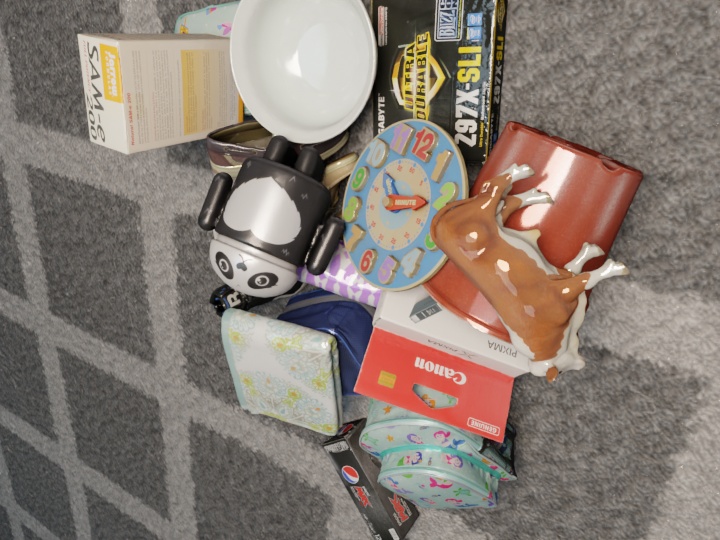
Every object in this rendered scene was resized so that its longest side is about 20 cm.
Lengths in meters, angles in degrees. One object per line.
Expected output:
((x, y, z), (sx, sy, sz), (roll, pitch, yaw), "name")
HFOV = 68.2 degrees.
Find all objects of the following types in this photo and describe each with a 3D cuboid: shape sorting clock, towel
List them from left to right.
((-0.109, 0.150, 0.777), (0.171, 0.048, 0.200), (10, 129, 18), "towel")
((0.041, -0.076, 0.615), (0.200, 0.039, 0.201), (-13, 72, 45), "shape sorting clock")

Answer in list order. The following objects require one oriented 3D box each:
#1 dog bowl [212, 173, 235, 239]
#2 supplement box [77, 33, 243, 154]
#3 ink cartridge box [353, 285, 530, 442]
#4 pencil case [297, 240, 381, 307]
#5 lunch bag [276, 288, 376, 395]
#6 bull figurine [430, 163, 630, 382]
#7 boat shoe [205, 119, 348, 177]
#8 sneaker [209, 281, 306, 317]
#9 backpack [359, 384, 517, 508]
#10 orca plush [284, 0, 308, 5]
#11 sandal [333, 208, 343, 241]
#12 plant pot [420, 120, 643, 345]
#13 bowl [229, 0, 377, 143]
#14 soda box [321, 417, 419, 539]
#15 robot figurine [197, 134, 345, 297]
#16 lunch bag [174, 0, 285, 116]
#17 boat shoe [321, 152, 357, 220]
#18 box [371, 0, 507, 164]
((-0.176, -0.096, 0.827), (0.200, 0.059, 0.201), (9, 101, 54), "dog bowl")
((-0.244, -0.234, 0.684), (0.073, 0.200, 0.126), (21, 120, 24), "supplement box")
((0.111, 0.094, 0.657), (0.200, 0.177, 0.045), (20, 156, -5), "ink cartridge box")
((0.000, 0.000, 0.750), (0.200, 0.084, 0.086), (16, 112, 7), "pencil case")
((-0.053, 0.108, 0.835), (0.200, 0.132, 0.136), (-12, 118, 35), "lunch bag")
((0.155, 0.004, 0.483), (0.121, 0.065, 0.200), (-43, 88, 13), "bull figurine")
((-0.114, -0.183, 0.735), (0.065, 0.200, 0.072), (85, 170, -61), "boat shoe")
((-0.175, 0.034, 0.894), (0.200, 0.112, 0.073), (-26, 94, 37), "sneaker")
((0.098, 0.234, 0.730), (0.177, 0.151, 0.200), (-21, 124, 38), "backpack")
((-0.062, -0.409, 0.676), (0.200, 0.071, 0.105), (-23, 113, 16), "orca plush")
((0.025, -0.084, 0.736), (0.200, 0.080, 0.054), (-38, 64, 42), "sandal")
((0.192, -0.046, 0.588), (0.201, 0.201, 0.196), (30, 113, 20), "plant pot")
((-0.058, -0.268, 0.671), (0.201, 0.090, 0.202), (9, 113, 21), "bowl")
((0.019, 0.363, 0.921), (0.063, 0.071, 0.200), (-28, 92, 38), "soda box")
((-0.112, -0.065, 0.675), (0.150, 0.125, 0.200), (19, 86, 46), "robot figurine")
((-0.181, -0.305, 0.788), (0.200, 0.077, 0.161), (6, 113, 31), "lunch bag")
((-0.062, -0.107, 0.795), (0.200, 0.072, 0.065), (-30, 96, 43), "boat shoe")
((0.092, -0.238, 0.657), (0.159, 0.049, 0.200), (11, 113, 27), "box")
